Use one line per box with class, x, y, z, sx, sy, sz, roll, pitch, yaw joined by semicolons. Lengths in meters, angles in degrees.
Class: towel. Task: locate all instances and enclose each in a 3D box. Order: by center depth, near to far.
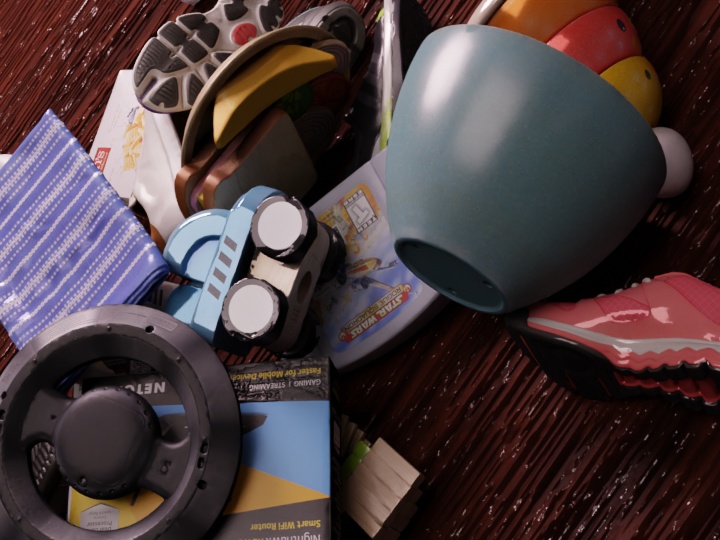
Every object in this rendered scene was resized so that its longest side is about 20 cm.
towel;-0.246;-0.015;0.919;0.145;0.024;0.200;-46;62;9

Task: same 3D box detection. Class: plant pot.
plant pot;0.094;-0.051;0.809;0.198;0.200;0.136;18;70;40

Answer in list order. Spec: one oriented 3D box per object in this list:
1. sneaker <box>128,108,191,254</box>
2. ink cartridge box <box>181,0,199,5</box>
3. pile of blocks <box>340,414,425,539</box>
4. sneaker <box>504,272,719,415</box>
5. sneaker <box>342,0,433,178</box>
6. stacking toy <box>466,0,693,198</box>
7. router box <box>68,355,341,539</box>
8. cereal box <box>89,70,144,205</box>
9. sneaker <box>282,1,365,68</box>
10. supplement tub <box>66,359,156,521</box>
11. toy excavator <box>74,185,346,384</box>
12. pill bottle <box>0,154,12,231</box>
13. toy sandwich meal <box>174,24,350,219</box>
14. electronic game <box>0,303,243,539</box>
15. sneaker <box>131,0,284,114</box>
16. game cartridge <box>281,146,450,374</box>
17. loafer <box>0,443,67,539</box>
sneaker;-0.189;-0.102;1.082;0.084;0.073;0.203;-26;58;20
ink cartridge box;-0.215;-0.413;1.258;0.085;0.146;0.202;-32;53;16
pile of blocks;-0.033;0.157;0.905;0.197;0.062;0.083;9;70;29
sneaker;0.197;0.041;0.803;0.198;0.074;0.088;9;57;36
sneaker;0.016;-0.155;1.014;0.082;0.071;0.203;-12;61;32
stacking toy;0.179;-0.133;0.875;0.146;0.146;0.201;-42;69;10
router box;-0.112;0.149;0.858;0.196;0.051;0.152;-7;64;10
cereal box;-0.192;-0.131;1.172;0.197;0.039;0.146;7;73;37
sneaker;-0.074;-0.169;1.098;0.201;0.075;0.079;-50;36;-4
supplement tub;-0.182;0.156;0.970;0.121;0.122;0.203;-21;56;26
toy excavator;-0.134;0.018;0.913;0.197;0.100;0.198;18;85;20
pill bottle;-0.275;-0.017;1.070;0.108;0.199;0.111;-15;59;28
toy sandwich meal;-0.072;-0.110;0.983;0.070;0.205;0.206;41;94;28
electronic game;-0.180;0.123;0.830;0.196;0.042;0.204;-2;74;8
sneaker;-0.141;-0.195;1.082;0.200;0.081;0.083;-48;1;-43
game cartridge;0.000;0.000;0.945;0.199;0.041;0.135;-37;66;21
loafer;-0.285;0.222;1.045;0.201;0.071;0.073;-55;41;26
